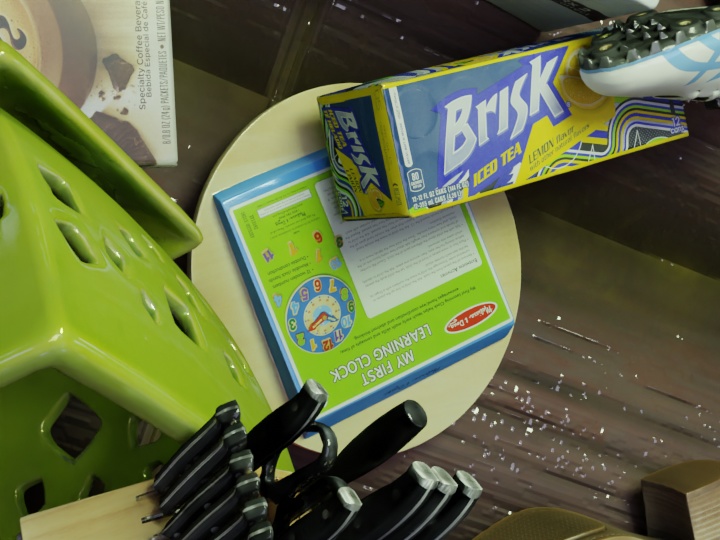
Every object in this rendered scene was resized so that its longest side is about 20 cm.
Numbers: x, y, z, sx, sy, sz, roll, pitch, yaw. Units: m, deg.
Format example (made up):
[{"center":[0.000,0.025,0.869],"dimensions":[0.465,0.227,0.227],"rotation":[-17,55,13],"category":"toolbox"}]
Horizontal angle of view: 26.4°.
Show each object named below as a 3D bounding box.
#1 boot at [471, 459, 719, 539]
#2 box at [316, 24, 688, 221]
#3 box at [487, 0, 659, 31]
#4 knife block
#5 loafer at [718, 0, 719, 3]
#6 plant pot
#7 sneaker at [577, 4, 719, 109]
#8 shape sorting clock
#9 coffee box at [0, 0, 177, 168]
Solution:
[{"center":[0.143,0.209,0.882],"dimensions":[0.199,0.077,0.156],"rotation":[-16,103,-26],"category":"boot"},{"center":[0.079,-0.081,0.814],"dimensions":[0.199,0.064,0.071],"rotation":[-17,99,-32],"category":"box"},{"center":[0.077,-0.258,0.791],"dimensions":[0.198,0.131,0.201],"rotation":[23,85,-19],"category":"box"},{"center":[-0.040,0.123,0.620],"dimensions":[0.174,0.200,0.064],"rotation":[-14,57,-7],"category":"knife block"},{"center":[0.247,-0.237,0.885],"dimensions":[0.073,0.071,0.201],"rotation":[2,93,-20],"category":"loafer"},{"center":[-0.166,0.032,0.649],"dimensions":[0.199,0.182,0.199],"rotation":[-25,146,12],"category":"plant pot"},{"center":[0.196,-0.109,0.816],"dimensions":[0.199,0.072,0.073],"rotation":[-13,105,-36],"category":"sneaker"},{"center":[0.000,0.000,0.826],"dimensions":[0.199,0.039,0.201],"rotation":[3,83,-26],"category":"shape sorting clock"},{"center":[-0.194,-0.101,0.728],"dimensions":[0.199,0.080,0.114],"rotation":[-5,96,-20],"category":"coffee box"}]
